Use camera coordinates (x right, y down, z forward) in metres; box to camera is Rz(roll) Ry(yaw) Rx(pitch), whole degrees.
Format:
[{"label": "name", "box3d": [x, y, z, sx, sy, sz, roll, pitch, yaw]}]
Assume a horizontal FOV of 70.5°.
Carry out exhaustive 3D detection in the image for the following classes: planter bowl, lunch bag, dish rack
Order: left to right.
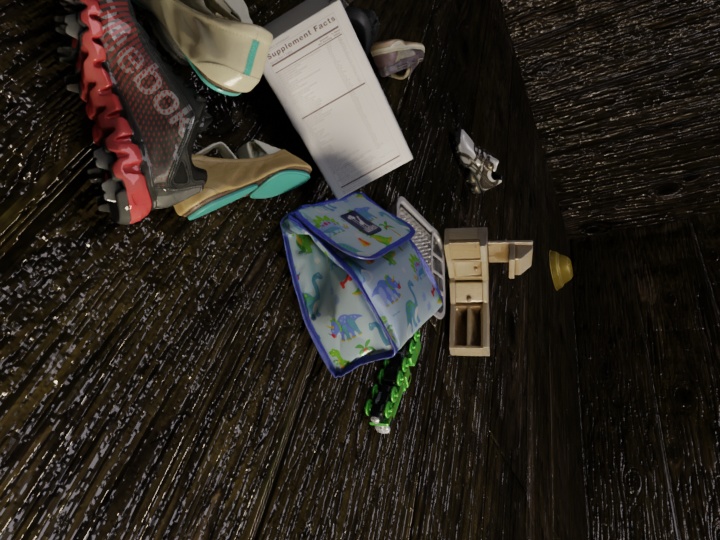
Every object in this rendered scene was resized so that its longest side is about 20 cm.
[{"label": "lunch bag", "box3d": [0.000, 0.000, 0.646, 0.201, 0.127, 0.170, 61, 33, 0]}, {"label": "dish rack", "box3d": [0.092, -0.016, 0.889, 0.200, 0.043, 0.173, 35, 52, -53]}, {"label": "planter bowl", "box3d": [0.968, -0.008, 2.443, 0.200, 0.083, 0.202, 31, 54, -55]}]

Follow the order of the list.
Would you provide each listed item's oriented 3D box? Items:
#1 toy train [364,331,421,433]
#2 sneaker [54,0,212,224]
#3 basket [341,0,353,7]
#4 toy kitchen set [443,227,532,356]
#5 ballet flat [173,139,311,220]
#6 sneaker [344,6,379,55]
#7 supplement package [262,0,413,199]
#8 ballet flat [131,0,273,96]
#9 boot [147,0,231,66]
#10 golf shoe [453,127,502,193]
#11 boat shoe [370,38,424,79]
[{"label": "toy train", "box3d": [0.054, 0.160, 0.768, 0.200, 0.041, 0.057, -59, 142, -51]}, {"label": "sneaker", "box3d": [-0.172, -0.141, 0.397, 0.097, 0.071, 0.202, -16, 97, -33]}, {"label": "basket", "box3d": [-0.017, -0.552, 0.749, 0.200, 0.160, 0.200, 32, 54, -51]}, {"label": "toy kitchen set", "box3d": [0.248, 0.042, 0.979, 0.200, 0.162, 0.182, 65, 28, -55]}, {"label": "ballet flat", "box3d": [-0.116, -0.105, 0.519, 0.063, 0.068, 0.200, 61, 29, -4]}, {"label": "sneaker", "box3d": [-0.009, -0.337, 0.726, 0.200, 0.060, 0.105, 133, -22, -79]}, {"label": "supplement package", "box3d": [-0.033, -0.213, 0.622, 0.201, 0.113, 0.110, 59, 9, -34]}, {"label": "ballet flat", "box3d": [-0.139, -0.222, 0.408, 0.200, 0.070, 0.069, 47, 23, 17]}, {"label": "boot", "box3d": [-0.124, -0.297, 0.497, 0.068, 0.130, 0.201, 46, 43, -45]}, {"label": "golf shoe", "box3d": [0.306, -0.294, 1.321, 0.200, 0.094, 0.078, 52, 40, -38]}, {"label": "boat shoe", "box3d": [0.072, -0.393, 0.957, 0.200, 0.071, 0.065, -42, 129, -61]}]
